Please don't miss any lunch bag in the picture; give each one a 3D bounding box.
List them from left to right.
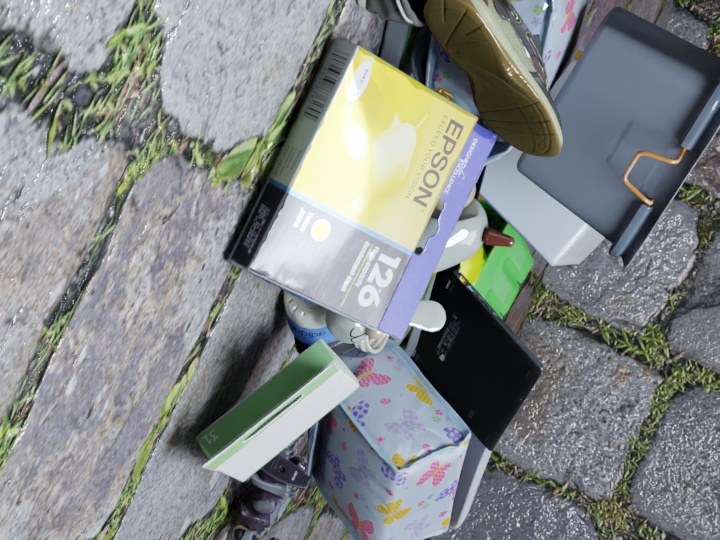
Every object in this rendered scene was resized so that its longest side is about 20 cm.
[{"bbox_3d":[0.007,0.175,1.878,0.126,0.200,0.170,-20,144,-26],"label":"lunch bag"},{"bbox_3d":[0.127,-0.209,1.599,0.170,0.126,0.201,-52,156,-50],"label":"lunch bag"}]

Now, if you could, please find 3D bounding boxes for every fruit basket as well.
[{"bbox_3d":[0.089,-0.003,2.050,0.214,0.155,0.218,-9,103,-41],"label":"fruit basket"}]

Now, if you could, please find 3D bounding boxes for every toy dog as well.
[{"bbox_3d":[0.064,0.000,1.641,0.201,0.096,0.132,-58,150,-6],"label":"toy dog"}]

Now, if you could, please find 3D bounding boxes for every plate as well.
[{"bbox_3d":[0.100,0.140,1.930,0.032,0.200,0.201,2,122,-29],"label":"plate"}]

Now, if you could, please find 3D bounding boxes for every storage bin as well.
[{"bbox_3d":[0.232,-0.123,1.582,0.201,0.134,0.146,-61,175,27],"label":"storage bin"}]

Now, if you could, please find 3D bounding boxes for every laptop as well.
[{"bbox_3d":[0.127,0.040,1.802,0.116,0.200,0.188,-33,163,-27],"label":"laptop"}]

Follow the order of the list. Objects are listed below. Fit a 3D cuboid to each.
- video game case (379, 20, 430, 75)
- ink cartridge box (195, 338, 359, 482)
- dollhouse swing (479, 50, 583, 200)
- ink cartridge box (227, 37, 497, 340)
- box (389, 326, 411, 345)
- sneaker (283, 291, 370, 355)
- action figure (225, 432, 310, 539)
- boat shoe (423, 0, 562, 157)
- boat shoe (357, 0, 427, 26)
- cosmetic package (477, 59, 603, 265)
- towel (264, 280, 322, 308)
[{"bbox_3d":[0.073,-0.274,1.601,0.182,0.022,0.201,-55,165,-40],"label":"video game case"},{"bbox_3d":[-0.077,0.120,1.584,0.145,0.048,0.200,-38,167,-1],"label":"ink cartridge box"},{"bbox_3d":[0.176,-0.200,2.203,0.180,0.176,0.201,-8,139,-23],"label":"dollhouse swing"},{"bbox_3d":[0.015,-0.057,1.469,0.199,0.047,0.199,25,90,-35],"label":"ink cartridge box"},{"bbox_3d":[0.043,-0.017,1.911,0.082,0.068,0.201,-50,162,-53],"label":"box"},{"bbox_3d":[-0.001,-0.001,1.715,0.200,0.076,0.112,-53,159,-27],"label":"sneaker"},{"bbox_3d":[-0.093,0.226,1.825,0.200,0.069,0.131,108,-4,-57],"label":"action figure"},{"bbox_3d":[0.121,-0.172,1.469,0.200,0.073,0.065,54,53,-44],"label":"boat shoe"},{"bbox_3d":[0.035,-0.256,1.374,0.067,0.057,0.200,-59,168,-23],"label":"boat shoe"},{"bbox_3d":[0.214,-0.119,1.895,0.167,0.166,0.200,-47,170,9],"label":"cosmetic package"},{"bbox_3d":[-0.010,-0.066,1.506,0.111,0.048,0.201,25,92,-41],"label":"towel"}]
